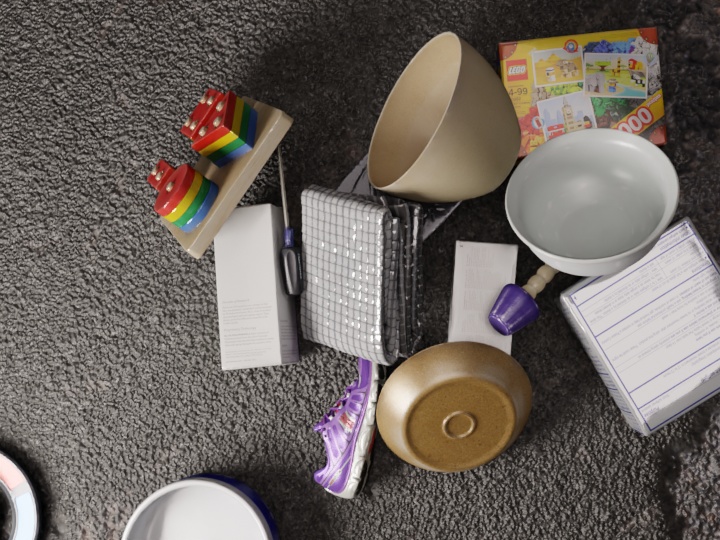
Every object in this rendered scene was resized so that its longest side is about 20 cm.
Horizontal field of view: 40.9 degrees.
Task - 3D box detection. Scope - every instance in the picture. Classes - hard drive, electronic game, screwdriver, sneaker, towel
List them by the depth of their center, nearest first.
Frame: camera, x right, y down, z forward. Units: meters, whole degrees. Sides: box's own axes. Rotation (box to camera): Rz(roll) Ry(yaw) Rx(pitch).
[{"bbox_3d":[0.000,0.000,1.190,0.164,0.085,0.204,15,111,46],"label":"towel"},{"bbox_3d":[-0.089,-0.069,1.200,0.029,0.028,0.204,-5,95,-36],"label":"screwdriver"},{"bbox_3d":[-0.015,0.187,1.237,0.082,0.081,0.204,15,88,12],"label":"sneaker"},{"bbox_3d":[0.059,-0.107,1.266,0.200,0.042,0.135,-45,83,1],"label":"hard drive"},{"bbox_3d":[-0.522,0.333,1.293,0.196,0.042,0.204,0,86,6],"label":"electronic game"}]

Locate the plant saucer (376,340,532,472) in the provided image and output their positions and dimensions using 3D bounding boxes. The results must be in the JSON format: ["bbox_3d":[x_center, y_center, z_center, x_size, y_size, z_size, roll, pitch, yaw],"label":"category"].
[{"bbox_3d":[0.118,0.180,1.188,0.196,0.036,0.203,-3,121,-4],"label":"plant saucer"}]

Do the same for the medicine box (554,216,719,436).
[{"bbox_3d":[0.369,0.070,1.193,0.180,0.103,0.202,-31,84,3],"label":"medicine box"}]

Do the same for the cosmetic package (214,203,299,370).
[{"bbox_3d":[-0.132,0.022,1.244,0.083,0.108,0.204,-6,84,9],"label":"cosmetic package"}]

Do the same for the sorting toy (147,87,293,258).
[{"bbox_3d":[-0.192,-0.138,1.212,0.069,0.199,0.201,35,90,-26],"label":"sorting toy"}]

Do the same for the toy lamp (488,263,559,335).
[{"bbox_3d":[0.235,0.002,1.204,0.058,0.058,0.200,44,73,6],"label":"toy lamp"}]

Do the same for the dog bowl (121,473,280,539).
[{"bbox_3d":[-0.203,0.366,1.241,0.196,0.079,0.204,0,85,5],"label":"dog bowl"}]

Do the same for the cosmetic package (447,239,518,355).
[{"bbox_3d":[0.153,0.067,1.240,0.081,0.051,0.204,5,87,1],"label":"cosmetic package"}]

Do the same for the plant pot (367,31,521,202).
[{"bbox_3d":[0.115,-0.163,1.163,0.133,0.200,0.203,24,89,-21],"label":"plant pot"}]

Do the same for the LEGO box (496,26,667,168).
[{"bbox_3d":[0.279,-0.218,1.235,0.196,0.077,0.152,-5,86,5],"label":"LEGO box"}]

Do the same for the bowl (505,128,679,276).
[{"bbox_3d":[0.276,-0.065,1.147,0.197,0.091,0.204,-10,51,12],"label":"bowl"}]
